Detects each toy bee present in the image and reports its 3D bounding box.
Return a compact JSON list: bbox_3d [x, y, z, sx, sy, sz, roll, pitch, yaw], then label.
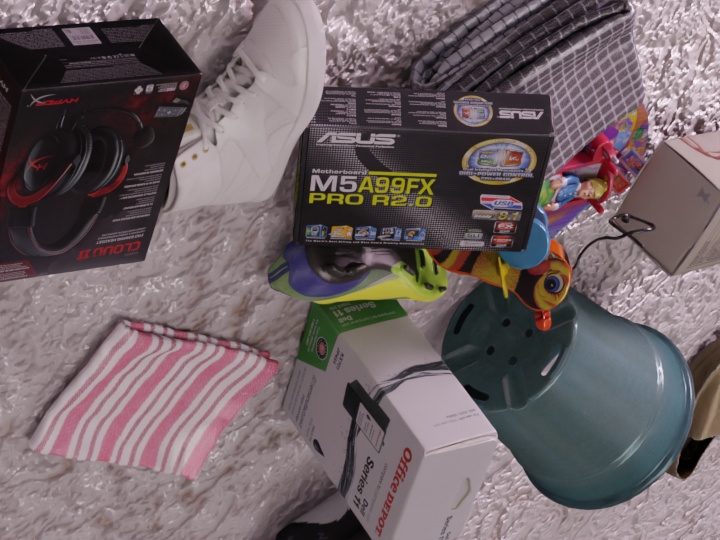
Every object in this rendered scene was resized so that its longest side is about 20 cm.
[{"bbox_3d":[0.144,-0.002,1.808,0.131,0.199,0.109,-31,132,-62],"label":"toy bee"}]

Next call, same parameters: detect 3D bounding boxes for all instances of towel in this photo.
[{"bbox_3d":[0.149,-0.155,1.727,0.200,0.086,0.166,-35,146,-5],"label":"towel"},{"bbox_3d":[-0.177,0.116,1.791,0.200,0.030,0.147,16,118,-49],"label":"towel"}]

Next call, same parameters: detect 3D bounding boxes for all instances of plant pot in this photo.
[{"bbox_3d":[0.188,0.104,1.977,0.200,0.200,0.196,-45,136,9],"label":"plant pot"}]

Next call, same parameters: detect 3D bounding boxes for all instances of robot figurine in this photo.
[{"bbox_3d":[-0.007,0.280,2.049,0.200,0.150,0.125,-33,123,-6],"label":"robot figurine"}]

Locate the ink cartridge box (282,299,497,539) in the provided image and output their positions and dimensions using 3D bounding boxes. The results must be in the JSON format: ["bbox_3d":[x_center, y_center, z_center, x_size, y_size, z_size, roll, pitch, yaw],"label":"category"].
[{"bbox_3d":[0.023,0.135,1.840,0.083,0.200,0.147,-12,137,-31],"label":"ink cartridge box"}]

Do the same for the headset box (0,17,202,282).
[{"bbox_3d":[-0.216,-0.078,1.497,0.148,0.075,0.201,-9,135,-36],"label":"headset box"}]

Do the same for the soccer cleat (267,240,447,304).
[{"bbox_3d":[0.000,-0.001,1.806,0.084,0.065,0.200,-24,161,36],"label":"soccer cleat"}]

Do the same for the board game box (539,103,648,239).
[{"bbox_3d":[0.192,-0.080,1.887,0.200,0.039,0.158,-43,145,6],"label":"board game box"}]

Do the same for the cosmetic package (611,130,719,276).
[{"bbox_3d":[0.341,-0.070,1.957,0.200,0.087,0.104,-11,140,-52],"label":"cosmetic package"}]

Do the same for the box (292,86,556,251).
[{"bbox_3d":[0.047,-0.080,1.664,0.199,0.044,0.160,2,146,-5],"label":"box"}]

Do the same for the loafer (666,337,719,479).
[{"bbox_3d":[0.391,0.155,2.304,0.076,0.068,0.200,-3,132,-40],"label":"loafer"}]

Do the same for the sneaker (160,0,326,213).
[{"bbox_3d":[-0.101,-0.121,1.554,0.115,0.074,0.200,-14,140,-35],"label":"sneaker"}]
